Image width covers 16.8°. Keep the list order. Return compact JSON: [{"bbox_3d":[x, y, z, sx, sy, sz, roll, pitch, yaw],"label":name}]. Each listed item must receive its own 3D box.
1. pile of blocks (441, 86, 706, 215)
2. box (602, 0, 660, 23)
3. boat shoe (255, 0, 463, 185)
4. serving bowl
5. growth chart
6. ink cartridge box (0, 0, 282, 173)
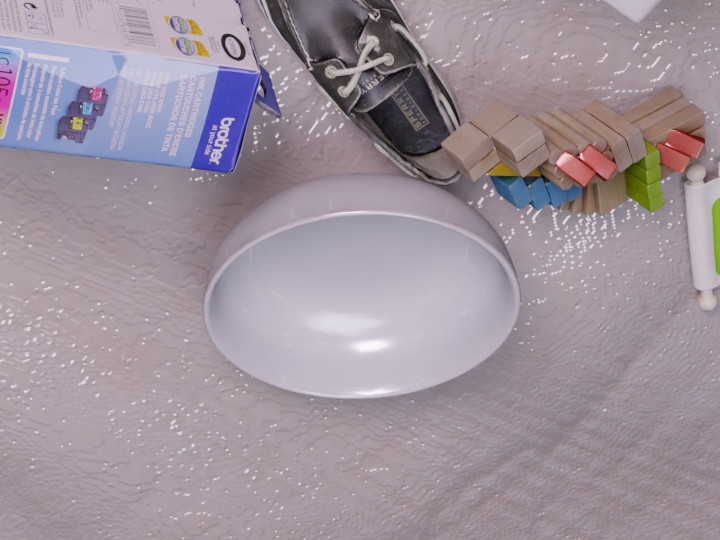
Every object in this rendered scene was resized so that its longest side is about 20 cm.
[{"bbox_3d":[0.144,-0.061,1.523,0.200,0.062,0.082,-6,121,-34],"label":"pile of blocks"},{"bbox_3d":[0.098,-0.256,1.346,0.200,0.152,0.106,29,113,-32],"label":"box"},{"bbox_3d":[0.005,-0.128,1.470,0.071,0.064,0.200,-36,126,12],"label":"boat shoe"},{"bbox_3d":[0.000,0.000,1.547,0.200,0.066,0.200,-1,144,-1],"label":"serving bowl"},{"bbox_3d":[0.309,-0.052,1.640,0.200,0.018,0.145,-21,129,2],"label":"growth chart"},{"bbox_3d":[-0.138,-0.127,1.386,0.200,0.136,0.076,5,126,-18],"label":"ink cartridge box"}]
